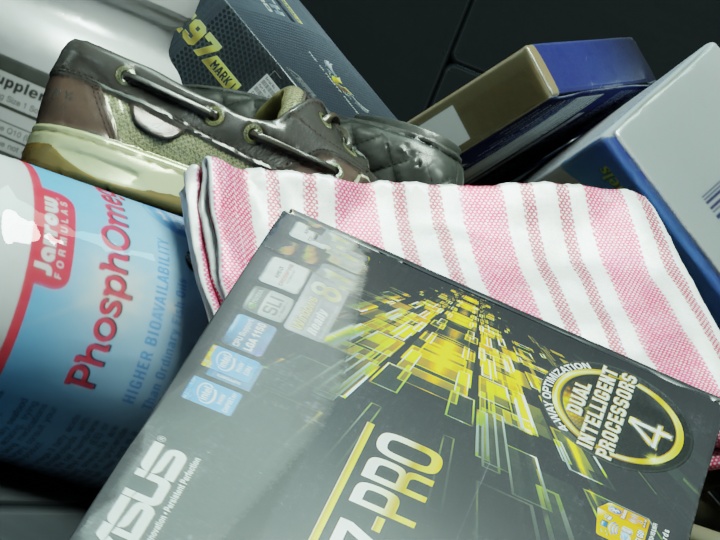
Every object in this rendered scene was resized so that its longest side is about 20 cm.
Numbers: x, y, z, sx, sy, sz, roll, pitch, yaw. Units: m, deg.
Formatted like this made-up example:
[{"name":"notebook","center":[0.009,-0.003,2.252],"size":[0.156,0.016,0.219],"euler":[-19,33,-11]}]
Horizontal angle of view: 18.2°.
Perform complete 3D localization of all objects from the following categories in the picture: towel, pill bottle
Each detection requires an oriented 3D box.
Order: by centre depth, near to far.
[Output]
[{"name":"towel","center":[0.042,0.015,0.810],"size":[0.199,0.030,0.147],"euler":[1,40,-20]},{"name":"pill bottle","center":[-0.115,0.020,0.835],"size":[0.200,0.109,0.109],"euler":[19,5,-28]},{"name":"pill bottle","center":[-0.145,-0.055,0.976],"size":[0.116,0.201,0.116],"euler":[22,4,-2]}]

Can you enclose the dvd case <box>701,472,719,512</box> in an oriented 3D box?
[{"name":"dvd case","center":[0.192,0.136,0.954],"size":[0.150,0.025,0.200],"euler":[49,2,12]}]

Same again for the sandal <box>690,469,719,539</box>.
[{"name":"sandal","center":[0.114,0.074,0.842],"size":[0.200,0.054,0.080],"euler":[27,7,40]}]

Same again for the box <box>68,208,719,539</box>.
[{"name":"box","center":[0.014,0.075,0.664],"size":[0.161,0.049,0.200],"euler":[22,34,6]}]

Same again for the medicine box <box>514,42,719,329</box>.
[{"name":"medicine box","center":[0.145,0.021,1.117],"size":[0.182,0.103,0.200],"euler":[53,-39,-1]}]

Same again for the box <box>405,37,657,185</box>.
[{"name":"box","center":[0.072,-0.071,1.105],"size":[0.032,0.121,0.200],"euler":[61,24,7]}]

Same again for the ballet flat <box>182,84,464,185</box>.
[{"name":"ballet flat","center":[-0.046,-0.046,1.014],"size":[0.199,0.057,0.066],"euler":[10,-15,31]}]

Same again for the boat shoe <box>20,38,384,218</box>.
[{"name":"boat shoe","center":[-0.032,-0.042,0.894],"size":[0.199,0.065,0.073],"euler":[14,-3,-22]}]

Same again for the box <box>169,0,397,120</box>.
[{"name":"box","center":[-0.064,-0.123,1.157],"size":[0.200,0.051,0.158],"euler":[52,13,13]}]
